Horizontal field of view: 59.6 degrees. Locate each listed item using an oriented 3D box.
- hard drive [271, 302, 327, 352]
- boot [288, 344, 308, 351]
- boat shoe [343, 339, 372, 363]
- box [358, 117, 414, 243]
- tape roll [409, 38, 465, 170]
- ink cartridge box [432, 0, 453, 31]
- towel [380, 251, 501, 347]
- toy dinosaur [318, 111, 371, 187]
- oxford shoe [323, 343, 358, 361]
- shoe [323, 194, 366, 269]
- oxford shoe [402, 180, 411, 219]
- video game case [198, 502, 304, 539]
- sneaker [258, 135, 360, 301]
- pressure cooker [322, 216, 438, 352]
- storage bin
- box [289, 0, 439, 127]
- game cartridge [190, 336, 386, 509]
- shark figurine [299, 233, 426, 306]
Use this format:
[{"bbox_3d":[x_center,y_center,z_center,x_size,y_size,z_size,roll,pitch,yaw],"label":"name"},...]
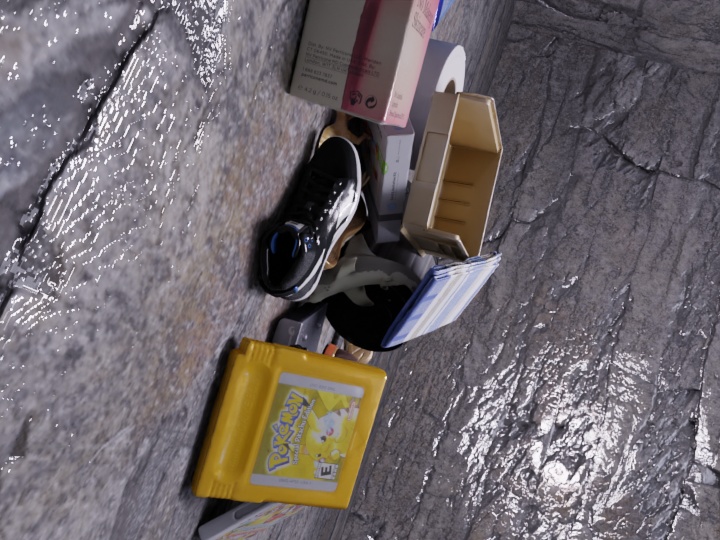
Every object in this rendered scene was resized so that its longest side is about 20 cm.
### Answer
[{"bbox_3d":[-0.102,0.149,0.887,0.135,0.041,0.205,-36,143,-73],"label":"hard drive"},{"bbox_3d":[-0.074,0.169,0.799,0.197,0.069,0.178,-25,129,-37],"label":"boot"},{"bbox_3d":[-0.001,0.092,1.274,0.069,0.072,0.205,143,-38,-64],"label":"boat shoe"},{"bbox_3d":[0.031,-0.164,0.886,0.202,0.040,0.159,96,-15,-52],"label":"box"},{"bbox_3d":[0.105,-0.261,1.003,0.202,0.069,0.207,18,89,-73],"label":"tape roll"},{"bbox_3d":[0.102,-0.445,0.914,0.202,0.075,0.139,-60,164,-44],"label":"ink cartridge box"},{"bbox_3d":[0.119,0.039,0.911,0.198,0.024,0.148,-13,142,-51],"label":"towel"},{"bbox_3d":[-0.031,-0.139,0.814,0.101,0.057,0.206,9,91,-65],"label":"toy dinosaur"},{"bbox_3d":[-0.048,0.240,1.231,0.072,0.071,0.204,-58,162,-52],"label":"oxford shoe"},{"bbox_3d":[-0.042,-0.062,0.858,0.071,0.053,0.201,57,29,-18],"label":"shoe"},{"bbox_3d":[0.050,-0.091,1.238,0.203,0.072,0.084,-64,175,21],"label":"oxford shoe"},{"bbox_3d":[-0.111,0.321,0.864,0.179,0.023,0.201,-27,158,-8],"label":"video game case"},{"bbox_3d":[-0.055,-0.062,0.709,0.112,0.071,0.205,21,88,-81],"label":"sneaker"},{"bbox_3d":[0.043,0.015,1.067,0.201,0.174,0.179,-59,161,-47],"label":"pressure cooker"},{"bbox_3d":[0.138,-0.128,0.927,0.198,0.091,0.205,35,68,-70],"label":"storage bin"},{"bbox_3d":[0.015,-0.264,0.653,0.128,0.106,0.205,-36,142,-72],"label":"box"},{"bbox_3d":[-0.077,0.182,0.729,0.032,0.196,0.181,20,-87,59],"label":"game cartridge"},{"bbox_3d":[0.020,-0.007,0.879,0.129,0.209,0.091,118,-31,-50],"label":"shark figurine"}]
